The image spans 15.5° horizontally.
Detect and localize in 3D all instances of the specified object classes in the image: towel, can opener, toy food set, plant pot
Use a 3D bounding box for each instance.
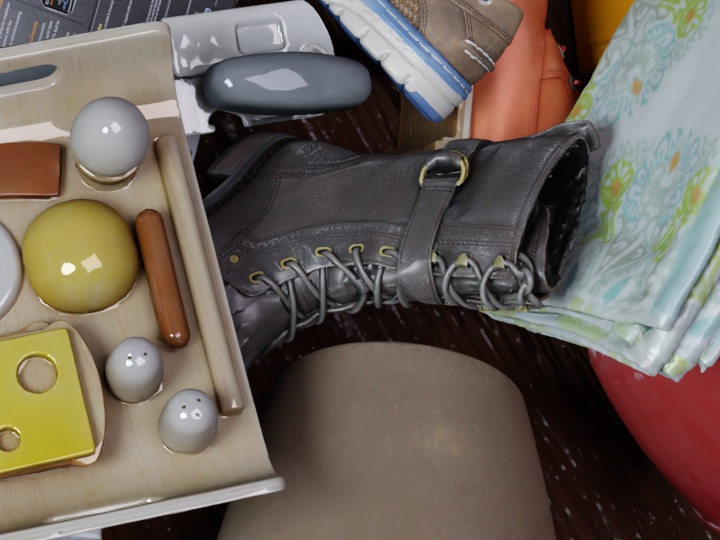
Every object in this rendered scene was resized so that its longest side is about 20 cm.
[{"bbox_3d":[0.137,-0.052,1.150,0.048,0.171,0.200,33,83,-24],"label":"towel"},{"bbox_3d":[-0.096,-0.081,1.128,0.200,0.066,0.053,-10,90,-20],"label":"can opener"},{"bbox_3d":[-0.122,0.008,1.046,0.143,0.060,0.200,-12,74,-12],"label":"toy food set"},{"bbox_3d":[0.014,0.130,1.149,0.200,0.200,0.175,17,62,-21],"label":"plant pot"}]

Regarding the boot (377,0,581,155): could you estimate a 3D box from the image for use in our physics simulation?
[{"bbox_3d":[0.073,-0.086,1.251,0.107,0.075,0.200,13,87,-26],"label":"boot"}]

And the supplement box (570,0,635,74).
[{"bbox_3d":[0.202,-0.169,1.309,0.200,0.074,0.126,-7,88,-24],"label":"supplement box"}]

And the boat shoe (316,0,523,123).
[{"bbox_3d":[-0.007,-0.160,1.196,0.072,0.072,0.200,-42,83,1],"label":"boat shoe"}]

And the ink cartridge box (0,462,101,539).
[{"bbox_3d":[-0.176,0.142,1.071,0.146,0.084,0.200,-3,72,-9],"label":"ink cartridge box"}]

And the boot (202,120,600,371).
[{"bbox_3d":[0.000,0.000,1.126,0.200,0.174,0.069,-61,141,-37],"label":"boot"}]

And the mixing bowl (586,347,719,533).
[{"bbox_3d":[0.173,0.009,1.205,0.108,0.200,0.200,32,73,-20],"label":"mixing bowl"}]

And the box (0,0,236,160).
[{"bbox_3d":[-0.148,-0.079,1.163,0.158,0.048,0.200,18,77,-21],"label":"box"}]
